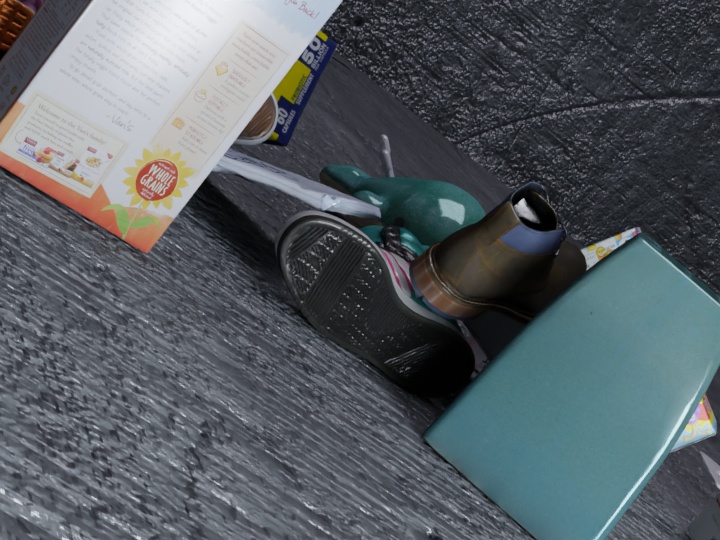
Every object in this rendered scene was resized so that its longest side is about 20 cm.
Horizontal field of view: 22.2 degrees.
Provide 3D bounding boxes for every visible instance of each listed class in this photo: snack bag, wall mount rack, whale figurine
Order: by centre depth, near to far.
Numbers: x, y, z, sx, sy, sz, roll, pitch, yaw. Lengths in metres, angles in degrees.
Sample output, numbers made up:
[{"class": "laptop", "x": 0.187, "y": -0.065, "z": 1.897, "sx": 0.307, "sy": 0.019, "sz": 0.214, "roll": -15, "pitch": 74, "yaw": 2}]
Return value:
[{"class": "snack bag", "x": -0.088, "y": -0.076, "z": 1.389, "sx": 0.198, "sy": 0.022, "sz": 0.188, "roll": 22, "pitch": 3, "yaw": 13}, {"class": "whale figurine", "x": 0.047, "y": -0.052, "z": 1.747, "sx": 0.159, "sy": 0.104, "sz": 0.200, "roll": 29, "pitch": 11, "yaw": -48}, {"class": "wall mount rack", "x": 0.068, "y": -0.054, "z": 1.937, "sx": 0.173, "sy": 0.075, "sz": 0.200, "roll": 39, "pitch": 8, "yaw": -7}]

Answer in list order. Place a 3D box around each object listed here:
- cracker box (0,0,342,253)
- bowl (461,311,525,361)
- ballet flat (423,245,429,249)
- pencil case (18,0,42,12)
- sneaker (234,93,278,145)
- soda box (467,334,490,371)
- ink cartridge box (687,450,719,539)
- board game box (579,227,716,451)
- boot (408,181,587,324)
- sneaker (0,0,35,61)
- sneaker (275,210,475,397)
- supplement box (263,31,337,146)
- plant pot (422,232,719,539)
[{"class": "cracker box", "x": -0.124, "y": -0.127, "z": 1.093, "sx": 0.134, "sy": 0.200, "sz": 0.058, "roll": 33, "pitch": 10, "yaw": -37}, {"class": "bowl", "x": 0.134, "y": 0.055, "z": 1.484, "sx": 0.201, "sy": 0.074, "sz": 0.200, "roll": 55, "pitch": 0, "yaw": 8}, {"class": "ballet flat", "x": 0.076, "y": 0.003, "z": 1.623, "sx": 0.198, "sy": 0.068, "sz": 0.067, "roll": -11, "pitch": 15, "yaw": -33}, {"class": "pencil case", "x": -0.296, "y": -0.220, "z": 1.216, "sx": 0.200, "sy": 0.088, "sz": 0.087, "roll": 45, "pitch": 10, "yaw": 25}, {"class": "sneaker", "x": -0.153, "y": -0.162, "z": 1.495, "sx": 0.199, "sy": 0.073, "sz": 0.085, "roll": 29, "pitch": -4, "yaw": 3}, {"class": "soda box", "x": 0.144, "y": 0.063, "z": 1.710, "sx": 0.068, "sy": 0.064, "sz": 0.200, "roll": 41, "pitch": 10, "yaw": 5}, {"class": "ink cartridge box", "x": 0.362, "y": 0.260, "z": 1.636, "sx": 0.200, "sy": 0.067, "sz": 0.116, "roll": 40, "pitch": 9, "yaw": -5}, {"class": "board game box", "x": 0.250, "y": 0.071, "z": 1.717, "sx": 0.105, "sy": 0.102, "sz": 0.202, "roll": -10, "pitch": 79, "yaw": -79}, {"class": "boot", "x": 0.131, "y": -0.014, "z": 1.345, "sx": 0.199, "sy": 0.097, "sz": 0.075, "roll": -8, "pitch": 63, "yaw": -52}, {"class": "sneaker", "x": -0.209, "y": -0.116, "z": 1.157, "sx": 0.200, "sy": 0.076, "sz": 0.092, "roll": 37, "pitch": -6, "yaw": -35}, {"class": "sneaker", "x": 0.000, "y": 0.000, "z": 1.349, "sx": 0.200, "sy": 0.083, "sz": 0.121, "roll": 43, "pitch": 10, "yaw": -35}, {"class": "supplement box", "x": -0.139, "y": -0.208, "z": 1.628, "sx": 0.199, "sy": 0.110, "sz": 0.109, "roll": 33, "pitch": -12, "yaw": -34}, {"class": "plant pot", "x": 0.166, "y": 0.078, "z": 1.288, "sx": 0.141, "sy": 0.200, "sz": 0.141, "roll": 40, "pitch": 10, "yaw": 6}]
